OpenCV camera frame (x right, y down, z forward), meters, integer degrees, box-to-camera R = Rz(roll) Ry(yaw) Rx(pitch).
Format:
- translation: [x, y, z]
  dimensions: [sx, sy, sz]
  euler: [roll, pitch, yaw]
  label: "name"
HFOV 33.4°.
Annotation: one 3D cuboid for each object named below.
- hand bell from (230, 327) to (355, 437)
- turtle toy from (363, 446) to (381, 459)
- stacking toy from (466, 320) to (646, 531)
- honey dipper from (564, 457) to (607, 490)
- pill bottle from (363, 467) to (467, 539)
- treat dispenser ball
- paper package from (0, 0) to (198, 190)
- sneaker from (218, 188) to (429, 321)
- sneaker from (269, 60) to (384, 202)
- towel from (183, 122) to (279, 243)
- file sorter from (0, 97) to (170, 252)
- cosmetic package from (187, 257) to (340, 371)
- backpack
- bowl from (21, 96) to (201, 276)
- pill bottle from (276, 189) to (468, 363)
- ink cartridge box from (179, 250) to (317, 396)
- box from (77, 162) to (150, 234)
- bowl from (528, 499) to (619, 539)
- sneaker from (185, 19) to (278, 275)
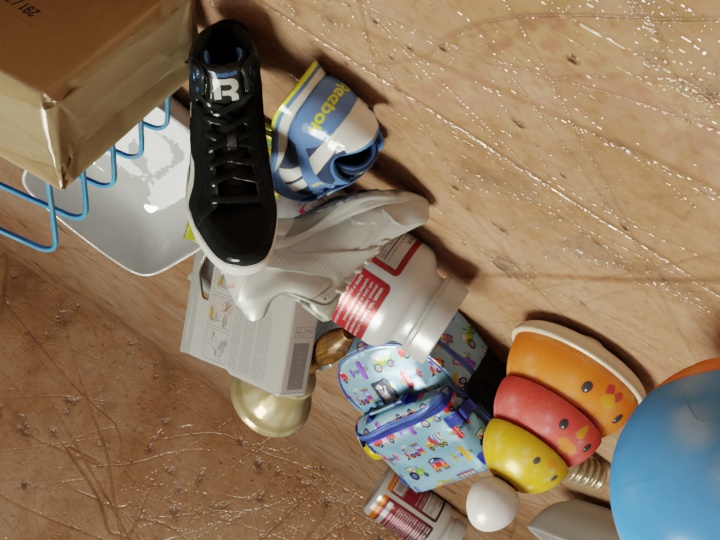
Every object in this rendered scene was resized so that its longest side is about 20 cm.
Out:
- translation: [-0.058, 0.103, 1.320]
  dimensions: [0.104, 0.104, 0.200]
  euler: [36, 142, -9]
  label: "hand bell"
- translation: [0.087, 0.178, 1.519]
  dimensions: [0.199, 0.146, 0.102]
  euler: [14, 135, 50]
  label: "turtle toy"
- translation: [0.166, 0.162, 1.137]
  dimensions: [0.146, 0.201, 0.146]
  euler: [31, 165, 9]
  label: "stacking toy"
- translation: [0.204, 0.218, 1.437]
  dimensions: [0.199, 0.038, 0.038]
  euler: [21, 169, -18]
  label: "honey dipper"
- translation: [0.115, 0.503, 2.464]
  dimensions: [0.199, 0.113, 0.113]
  euler: [34, 165, 2]
  label: "pill bottle"
- translation: [0.287, 0.164, 0.890]
  dimensions: [0.200, 0.201, 0.201]
  euler: [32, 165, 10]
  label: "treat dispenser ball"
- translation: [-0.257, -0.188, 0.961]
  dimensions: [0.199, 0.191, 0.104]
  euler: [28, 142, 18]
  label: "paper package"
- translation: [-0.027, -0.010, 1.041]
  dimensions: [0.078, 0.199, 0.100]
  euler: [-179, 71, -75]
  label: "sneaker"
- translation: [-0.028, -0.096, 1.005]
  dimensions: [0.082, 0.074, 0.200]
  euler: [31, 166, 5]
  label: "sneaker"
- translation: [-0.122, -0.077, 1.196]
  dimensions: [0.086, 0.018, 0.200]
  euler: [29, 139, 2]
  label: "towel"
- translation: [-0.272, -0.134, 1.065]
  dimensions: [0.138, 0.200, 0.123]
  euler: [23, 139, 13]
  label: "file sorter"
- translation: [-0.091, 0.018, 1.414]
  dimensions: [0.200, 0.113, 0.081]
  euler: [37, 164, -5]
  label: "cosmetic package"
- translation: [0.062, 0.125, 1.324]
  dimensions: [0.182, 0.135, 0.200]
  euler: [-23, 116, 41]
  label: "backpack"
- translation: [-0.230, -0.108, 1.270]
  dimensions: [0.199, 0.075, 0.200]
  euler: [-31, 123, 30]
  label: "bowl"
- translation: [0.000, 0.000, 1.160]
  dimensions: [0.199, 0.113, 0.112]
  euler: [34, 165, 4]
  label: "pill bottle"
- translation: [-0.114, 0.016, 1.306]
  dimensions: [0.045, 0.201, 0.176]
  euler: [2, -169, -45]
  label: "ink cartridge box"
- translation: [-0.293, -0.138, 1.367]
  dimensions: [0.200, 0.103, 0.095]
  euler: [45, 168, -30]
  label: "box"
- translation: [0.355, 0.392, 1.666]
  dimensions: [0.200, 0.075, 0.200]
  euler: [41, 163, -23]
  label: "bowl"
- translation: [-0.107, -0.105, 0.939]
  dimensions: [0.073, 0.201, 0.112]
  euler: [-7, 154, -7]
  label: "sneaker"
